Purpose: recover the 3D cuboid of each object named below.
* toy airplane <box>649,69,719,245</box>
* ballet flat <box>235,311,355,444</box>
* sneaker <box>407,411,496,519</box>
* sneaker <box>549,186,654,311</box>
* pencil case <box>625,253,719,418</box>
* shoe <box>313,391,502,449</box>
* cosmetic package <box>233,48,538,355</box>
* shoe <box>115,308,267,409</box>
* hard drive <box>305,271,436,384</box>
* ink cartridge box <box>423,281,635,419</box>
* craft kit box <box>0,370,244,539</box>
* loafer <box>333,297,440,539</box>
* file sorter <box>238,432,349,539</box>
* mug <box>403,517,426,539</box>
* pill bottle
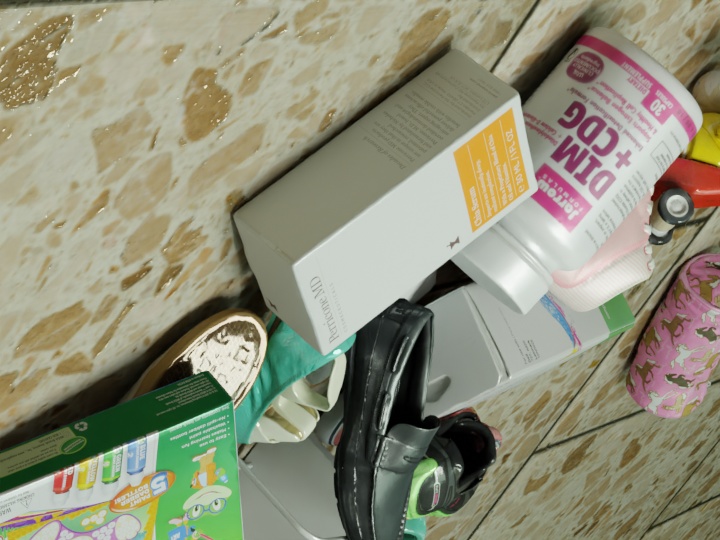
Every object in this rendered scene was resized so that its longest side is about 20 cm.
[{"bbox_3d":[0.327,-0.106,1.986,0.200,0.141,0.199,-19,162,35],"label":"toy airplane"},{"bbox_3d":[-0.055,0.087,1.678,0.067,0.070,0.200,-41,171,-37],"label":"ballet flat"},{"bbox_3d":[0.077,0.155,1.868,0.084,0.077,0.200,-26,178,15],"label":"sneaker"},{"bbox_3d":[0.203,-0.054,1.848,0.200,0.105,0.075,-52,-158,-22],"label":"sneaker"},{"bbox_3d":[0.346,0.069,2.433,0.086,0.083,0.200,-30,154,-33],"label":"pencil case"},{"bbox_3d":[0.046,0.137,1.975,0.072,0.091,0.200,-54,158,22],"label":"shoe"},{"bbox_3d":[0.020,-0.047,1.575,0.200,0.071,0.102,-38,142,-16],"label":"cosmetic package"},{"bbox_3d":[-0.144,0.100,1.616,0.200,0.053,0.070,-49,124,-1],"label":"shoe"},{"bbox_3d":[0.000,0.000,1.724,0.132,0.027,0.200,-40,159,-14],"label":"hard drive"},{"bbox_3d":[0.104,0.056,1.877,0.145,0.084,0.200,-30,173,37],"label":"ink cartridge box"},{"bbox_3d":[-0.175,0.187,1.580,0.200,0.049,0.198,-22,133,-24],"label":"craft kit box"},{"bbox_3d":[0.023,0.120,1.729,0.068,0.070,0.201,-13,108,-58],"label":"loafer"},{"bbox_3d":[-0.099,0.231,1.816,0.200,0.139,0.124,-53,156,19],"label":"file sorter"},{"bbox_3d":[-0.036,0.237,1.930,0.114,0.152,0.185,11,112,-29],"label":"mug"},{"bbox_3d":[0.150,-0.072,1.727,0.200,0.113,0.113,-50,160,-4],"label":"pill bottle"}]
